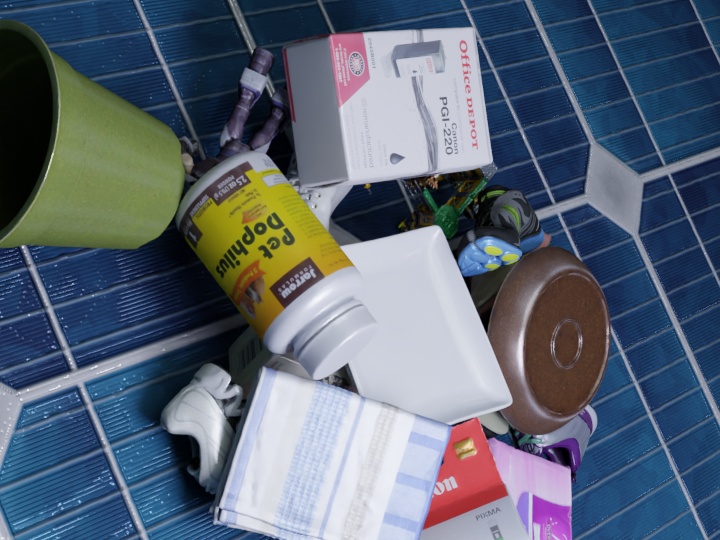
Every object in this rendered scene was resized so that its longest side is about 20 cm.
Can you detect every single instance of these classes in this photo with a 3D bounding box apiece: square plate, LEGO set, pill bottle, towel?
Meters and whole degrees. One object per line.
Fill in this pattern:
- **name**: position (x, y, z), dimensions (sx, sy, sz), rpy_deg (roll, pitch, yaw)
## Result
- **square plate**: position (0.045, 0.063, 1.547), dimensions (0.199, 0.028, 0.200), rpy_deg (-13, 76, -45)
- **LEGO set**: position (0.051, -0.132, 1.742), dimensions (0.200, 0.115, 0.154), rpy_deg (48, 64, -29)
- **pill bottle**: position (-0.072, -0.003, 1.434), dimensions (0.109, 0.109, 0.201), rpy_deg (-25, 70, -45)
- **towel**: position (-0.025, 0.182, 1.435), dimensions (0.198, 0.024, 0.149), rpy_deg (18, 88, -16)

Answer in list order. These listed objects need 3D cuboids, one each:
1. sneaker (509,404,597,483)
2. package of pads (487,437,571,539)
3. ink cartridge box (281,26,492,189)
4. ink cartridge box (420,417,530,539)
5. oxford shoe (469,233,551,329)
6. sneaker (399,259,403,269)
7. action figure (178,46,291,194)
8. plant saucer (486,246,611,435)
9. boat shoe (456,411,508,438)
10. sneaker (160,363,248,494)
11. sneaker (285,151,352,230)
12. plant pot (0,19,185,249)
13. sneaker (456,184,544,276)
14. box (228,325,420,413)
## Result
- **sneaker**: position (0.182, 0.153, 1.722), dimensions (0.199, 0.074, 0.088), rpy_deg (34, 55, -25)
- **package of pads**: position (0.160, 0.284, 1.634), dimensions (0.120, 0.075, 0.202), rpy_deg (21, 56, -30)
- **ink cartridge box**: position (0.030, -0.165, 1.590), dimensions (0.198, 0.084, 0.148), rpy_deg (-10, 93, -41)
- **ink cartridge box**: position (0.080, 0.264, 1.527), dimensions (0.159, 0.050, 0.202), rpy_deg (-21, 84, 0)
- **oxford shoe**: position (0.142, 0.006, 1.774), dimensions (0.074, 0.071, 0.200), rpy_deg (36, 42, 6)
- **sneaker**: position (0.000, 0.000, 1.625), dimensions (0.198, 0.087, 0.075), rpy_deg (3, 66, -40)
- **action figure**: position (-0.119, -0.117, 1.562), dimensions (0.129, 0.069, 0.201), rpy_deg (30, 65, -4)
- **plant saucer**: position (0.208, 0.076, 1.676), dimensions (0.199, 0.034, 0.203), rpy_deg (-7, 100, -44)
- **boat shoe**: position (0.074, 0.115, 1.654), dimensions (0.201, 0.063, 0.074), rpy_deg (38, 29, -23)
- **sneaker**: position (-0.110, 0.185, 1.457), dimensions (0.081, 0.075, 0.201), rpy_deg (-39, 103, -20)
- **sneaker**: position (-0.060, -0.081, 1.603), dimensions (0.201, 0.072, 0.085), rpy_deg (-67, 159, -48)
- **plant pot**: position (-0.261, -0.095, 1.392), dimensions (0.189, 0.199, 0.202), rpy_deg (17, 58, -50)
- **sneaker**: position (0.141, -0.046, 1.678), dimensions (0.084, 0.070, 0.199), rpy_deg (69, 23, -3)
- **box**: position (-0.027, 0.112, 1.541), dimensions (0.199, 0.082, 0.069), rpy_deg (24, 37, -29)
